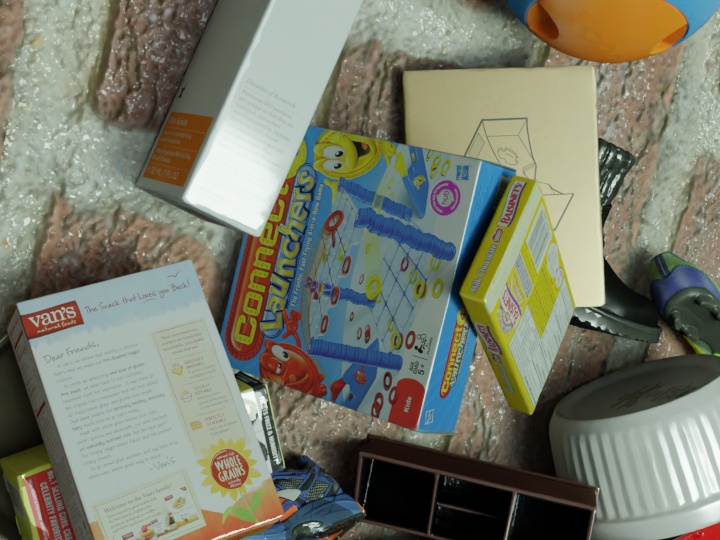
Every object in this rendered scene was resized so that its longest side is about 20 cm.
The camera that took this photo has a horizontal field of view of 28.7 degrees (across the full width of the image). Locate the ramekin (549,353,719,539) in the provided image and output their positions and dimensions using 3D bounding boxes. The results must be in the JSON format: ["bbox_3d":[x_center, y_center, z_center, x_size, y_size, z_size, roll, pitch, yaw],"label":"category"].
[{"bbox_3d":[0.261,0.150,1.239,0.199,0.200,0.106,-21,97,-25],"label":"ramekin"}]

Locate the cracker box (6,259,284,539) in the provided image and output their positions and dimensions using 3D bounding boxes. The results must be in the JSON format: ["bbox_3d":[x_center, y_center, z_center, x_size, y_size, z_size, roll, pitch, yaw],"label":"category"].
[{"bbox_3d":[-0.152,0.105,0.988,0.133,0.058,0.201,-15,75,-27],"label":"cracker box"}]

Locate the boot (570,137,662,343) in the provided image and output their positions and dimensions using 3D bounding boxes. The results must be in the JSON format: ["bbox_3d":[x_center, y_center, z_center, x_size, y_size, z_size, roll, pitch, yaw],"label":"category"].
[{"bbox_3d":[0.206,-0.032,1.238,0.210,0.079,0.159,23,87,-30],"label":"boot"}]

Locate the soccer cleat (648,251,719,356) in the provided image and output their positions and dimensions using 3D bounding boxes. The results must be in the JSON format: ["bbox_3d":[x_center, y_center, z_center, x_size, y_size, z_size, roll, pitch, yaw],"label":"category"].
[{"bbox_3d":[0.332,0.048,1.334,0.065,0.084,0.200,-33,136,16],"label":"soccer cleat"}]

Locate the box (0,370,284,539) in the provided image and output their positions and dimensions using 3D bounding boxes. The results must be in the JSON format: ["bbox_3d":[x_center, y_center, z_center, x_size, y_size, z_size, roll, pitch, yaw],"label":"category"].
[{"bbox_3d":[-0.159,0.143,1.044,0.199,0.050,0.076,-17,105,-26],"label":"box"}]

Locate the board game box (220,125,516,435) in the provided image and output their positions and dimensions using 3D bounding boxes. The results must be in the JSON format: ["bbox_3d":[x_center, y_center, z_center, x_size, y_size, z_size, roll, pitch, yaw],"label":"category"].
[{"bbox_3d":[0.000,0.000,1.056,0.056,0.195,0.201,10,94,-55],"label":"board game box"}]

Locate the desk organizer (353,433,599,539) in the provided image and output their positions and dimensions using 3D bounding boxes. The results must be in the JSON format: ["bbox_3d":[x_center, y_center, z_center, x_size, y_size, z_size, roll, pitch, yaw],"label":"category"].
[{"bbox_3d":[0.091,0.196,1.152,0.199,0.077,0.072,12,93,8],"label":"desk organizer"}]

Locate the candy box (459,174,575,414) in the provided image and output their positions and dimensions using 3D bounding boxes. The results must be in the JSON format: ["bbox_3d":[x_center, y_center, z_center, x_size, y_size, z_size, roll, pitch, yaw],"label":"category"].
[{"bbox_3d":[0.122,0.023,1.057,0.103,0.026,0.200,-62,153,-20],"label":"candy box"}]

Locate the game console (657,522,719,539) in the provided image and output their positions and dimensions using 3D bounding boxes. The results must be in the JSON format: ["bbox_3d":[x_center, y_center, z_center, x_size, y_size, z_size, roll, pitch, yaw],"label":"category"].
[{"bbox_3d":[0.253,0.246,1.255,0.176,0.200,0.031,-24,82,-26],"label":"game console"}]

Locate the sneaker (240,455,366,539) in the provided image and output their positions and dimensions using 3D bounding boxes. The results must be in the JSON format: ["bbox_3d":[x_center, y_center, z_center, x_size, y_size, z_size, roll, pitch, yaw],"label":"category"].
[{"bbox_3d":[-0.083,0.193,1.093,0.075,0.079,0.200,-47,157,25],"label":"sneaker"}]

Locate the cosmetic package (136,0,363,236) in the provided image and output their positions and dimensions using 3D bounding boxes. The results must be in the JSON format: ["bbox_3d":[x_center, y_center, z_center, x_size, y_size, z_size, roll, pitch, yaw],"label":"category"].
[{"bbox_3d":[-0.082,-0.134,1.043,0.071,0.101,0.201,26,85,-30],"label":"cosmetic package"}]

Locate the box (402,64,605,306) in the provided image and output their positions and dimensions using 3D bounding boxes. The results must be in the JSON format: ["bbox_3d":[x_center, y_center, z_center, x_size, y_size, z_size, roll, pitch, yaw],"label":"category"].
[{"bbox_3d":[0.118,-0.067,1.164,0.163,0.021,0.201,-2,93,-2],"label":"box"}]

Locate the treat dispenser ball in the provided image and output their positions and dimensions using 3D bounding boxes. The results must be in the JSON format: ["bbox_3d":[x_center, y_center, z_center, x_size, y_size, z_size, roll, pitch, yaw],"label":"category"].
[{"bbox_3d":[0.203,-0.268,1.125,0.200,0.201,0.202,-6,101,-29],"label":"treat dispenser ball"}]

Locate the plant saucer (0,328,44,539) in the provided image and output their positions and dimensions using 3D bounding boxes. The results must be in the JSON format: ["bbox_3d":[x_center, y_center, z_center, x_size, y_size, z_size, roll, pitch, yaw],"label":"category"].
[{"bbox_3d":[-0.210,0.119,1.057,0.199,0.029,0.201,-5,101,-28],"label":"plant saucer"}]
